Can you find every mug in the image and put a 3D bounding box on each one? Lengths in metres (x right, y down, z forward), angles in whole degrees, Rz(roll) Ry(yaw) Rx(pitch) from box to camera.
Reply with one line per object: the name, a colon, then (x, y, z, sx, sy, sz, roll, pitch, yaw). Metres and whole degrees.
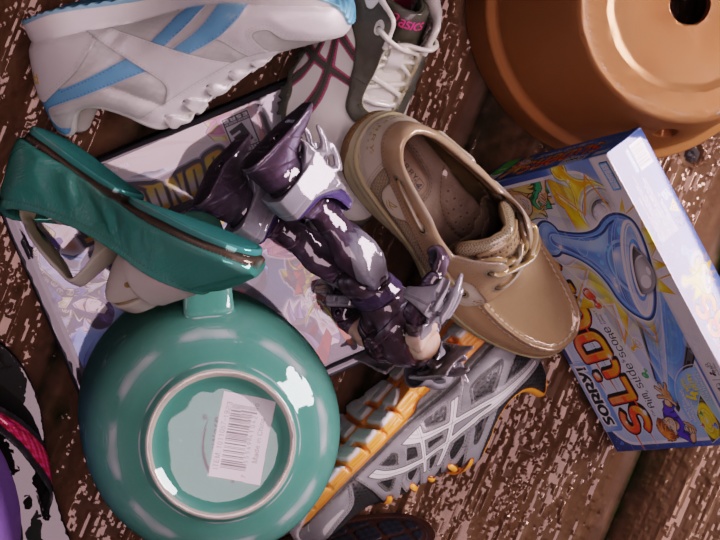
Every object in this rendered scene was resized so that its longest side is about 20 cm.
mug: (-0.097, 0.078, 1.243, 0.152, 0.114, 0.185, -36, 102, -4)

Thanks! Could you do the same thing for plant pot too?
plant pot: (0.175, -0.160, 1.281, 0.199, 0.140, 0.201, -1, 98, -10)

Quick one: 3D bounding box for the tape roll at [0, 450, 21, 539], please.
tape roll: (-0.302, 0.155, 1.238, 0.199, 0.066, 0.201, 1, 104, 4)

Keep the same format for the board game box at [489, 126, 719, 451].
board game box: (0.164, 0.017, 1.303, 0.034, 0.135, 0.200, -36, 103, -31)

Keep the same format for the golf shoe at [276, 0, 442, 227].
golf shoe: (0.004, -0.124, 1.263, 0.077, 0.088, 0.201, 6, 90, -28)

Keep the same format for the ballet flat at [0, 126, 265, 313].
ballet flat: (-0.134, -0.016, 1.206, 0.067, 0.200, 0.071, 15, 101, -53)

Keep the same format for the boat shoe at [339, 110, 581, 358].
boat shoe: (0.069, -0.014, 1.251, 0.200, 0.064, 0.071, 43, 75, -27)

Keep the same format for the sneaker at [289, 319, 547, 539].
sneaker: (0.036, 0.102, 1.320, 0.200, 0.078, 0.077, -43, 108, -4)

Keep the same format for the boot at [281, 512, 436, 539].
boot: (-0.037, 0.228, 1.337, 0.199, 0.075, 0.097, -24, 127, -18)

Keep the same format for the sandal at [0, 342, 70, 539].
sandal: (-0.218, 0.124, 1.286, 0.075, 0.045, 0.201, -21, 101, -6)

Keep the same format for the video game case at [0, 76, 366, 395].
video game case: (-0.096, 0.001, 1.305, 0.199, 0.025, 0.181, -23, 101, -8)

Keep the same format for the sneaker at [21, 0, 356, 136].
sneaker: (-0.096, -0.129, 1.250, 0.199, 0.077, 0.081, -7, 102, 15)

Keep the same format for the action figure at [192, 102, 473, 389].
action figure: (0.000, 0.000, 1.229, 0.200, 0.130, 0.069, 47, 61, -22)
